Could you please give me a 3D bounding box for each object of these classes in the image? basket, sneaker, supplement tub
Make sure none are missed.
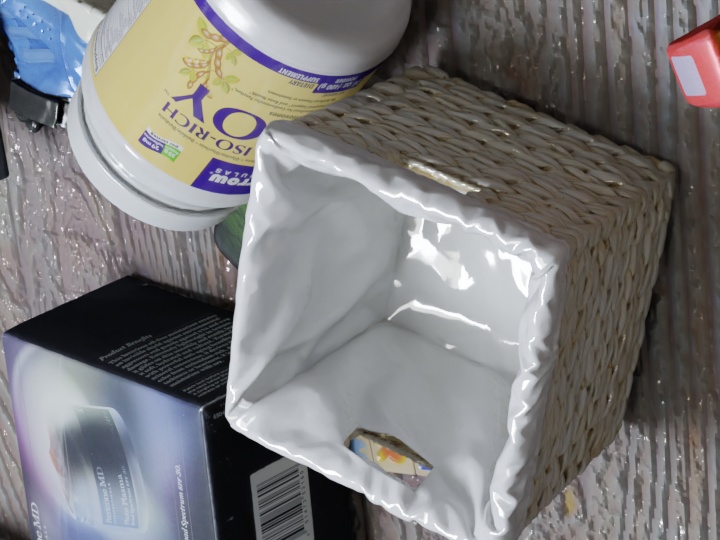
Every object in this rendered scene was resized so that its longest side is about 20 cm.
[{"bbox_3d":[0.051,0.017,1.549,0.198,0.161,0.201,24,121,27],"label":"basket"},{"bbox_3d":[-0.215,-0.150,1.773,0.200,0.077,0.112,29,118,20],"label":"sneaker"},{"bbox_3d":[-0.076,-0.128,1.614,0.146,0.145,0.200,51,135,9],"label":"supplement tub"}]

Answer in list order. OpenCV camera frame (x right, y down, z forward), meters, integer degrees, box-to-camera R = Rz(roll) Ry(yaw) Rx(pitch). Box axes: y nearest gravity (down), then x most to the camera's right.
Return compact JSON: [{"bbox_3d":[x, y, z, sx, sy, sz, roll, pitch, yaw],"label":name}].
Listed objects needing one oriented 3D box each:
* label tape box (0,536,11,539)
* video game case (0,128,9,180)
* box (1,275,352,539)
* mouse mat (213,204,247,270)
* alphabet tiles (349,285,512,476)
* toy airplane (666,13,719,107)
[{"bbox_3d":[-0.272,0.286,1.956,0.200,0.066,0.144,41,113,63],"label":"label tape box"},{"bbox_3d":[-0.295,-0.178,1.799,0.181,0.025,0.200,45,151,39],"label":"video game case"},{"bbox_3d":[-0.118,0.132,1.787,0.198,0.123,0.201,17,121,43],"label":"box"},{"bbox_3d":[0.000,0.000,1.709,0.200,0.008,0.161,48,134,14],"label":"mouse mat"},{"bbox_3d":[0.020,0.050,1.706,0.200,0.006,0.167,4,113,40],"label":"alphabet tiles"},{"bbox_3d":[0.246,-0.121,1.335,0.200,0.141,0.200,36,130,24],"label":"toy airplane"}]
